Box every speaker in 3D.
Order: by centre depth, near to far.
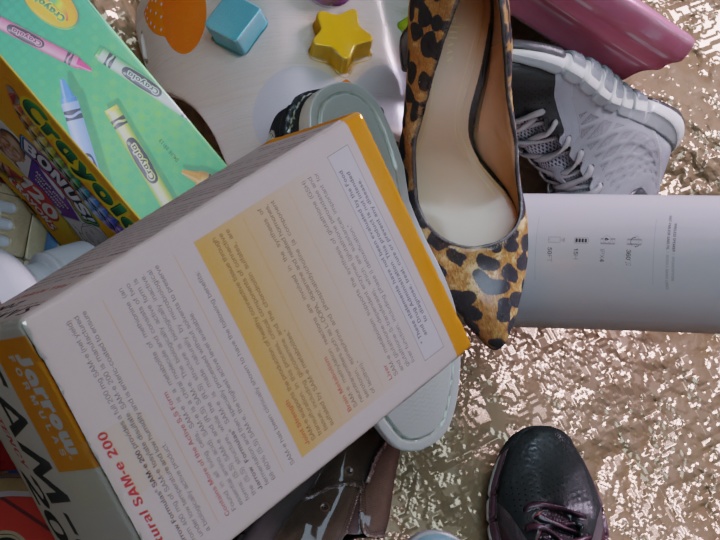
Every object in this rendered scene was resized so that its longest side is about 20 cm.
[{"bbox_3d":[0.134,-0.005,0.952,0.199,0.081,0.081,1,64,17],"label":"speaker"}]

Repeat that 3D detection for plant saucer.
[{"bbox_3d":[0.117,-0.182,1.036,0.200,0.201,0.051,34,104,-1],"label":"plant saucer"}]

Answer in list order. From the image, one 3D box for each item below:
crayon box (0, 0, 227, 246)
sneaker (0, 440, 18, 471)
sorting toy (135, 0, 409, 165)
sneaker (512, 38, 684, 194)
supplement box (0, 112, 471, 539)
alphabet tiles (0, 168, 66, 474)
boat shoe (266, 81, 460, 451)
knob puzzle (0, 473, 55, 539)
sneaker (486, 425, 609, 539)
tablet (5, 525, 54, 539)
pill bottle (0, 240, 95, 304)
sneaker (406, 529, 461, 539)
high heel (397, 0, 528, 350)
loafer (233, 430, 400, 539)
[{"bbox_3d":[-0.139,-0.060,0.861,0.058,0.119,0.200,-45,103,-26],"label":"crayon box"},{"bbox_3d":[-0.112,0.079,0.748,0.200,0.078,0.116,-30,93,-24],"label":"sneaker"},{"bbox_3d":[-0.018,-0.113,0.974,0.199,0.107,0.180,-3,60,-19],"label":"sorting toy"},{"bbox_3d":[0.125,-0.065,1.001,0.200,0.075,0.116,16,82,-40],"label":"sneaker"},{"bbox_3d":[-0.060,0.032,0.714,0.200,0.073,0.126,-35,105,-37],"label":"supplement box"},{"bbox_3d":[-0.175,0.029,0.899,0.166,0.006,0.201,14,76,-25],"label":"alphabet tiles"},{"bbox_3d":[0.000,0.000,0.887,0.075,0.060,0.201,-9,87,-34],"label":"boat shoe"},{"bbox_3d":[-0.164,0.188,0.796,0.219,0.030,0.220,0,98,1],"label":"knob puzzle"},{"bbox_3d":[0.125,0.172,0.905,0.075,0.116,0.201,4,67,-16],"label":"sneaker"},{"bbox_3d":[-0.109,0.221,0.830,0.200,0.014,0.130,25,101,-7],"label":"tablet"},{"bbox_3d":[-0.216,0.053,0.807,0.200,0.112,0.112,-19,75,-29],"label":"pill bottle"},{"bbox_3d":[0.031,0.228,0.871,0.074,0.082,0.200,20,63,-9],"label":"sneaker"},{"bbox_3d":[0.059,-0.063,0.863,0.071,0.143,0.201,-10,80,-11],"label":"high heel"},{"bbox_3d":[-0.014,0.122,0.916,0.071,0.073,0.200,41,67,-9],"label":"loafer"}]
